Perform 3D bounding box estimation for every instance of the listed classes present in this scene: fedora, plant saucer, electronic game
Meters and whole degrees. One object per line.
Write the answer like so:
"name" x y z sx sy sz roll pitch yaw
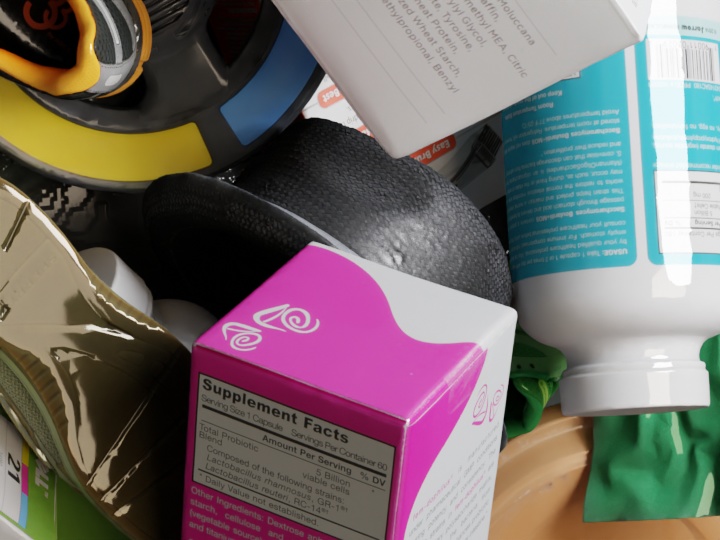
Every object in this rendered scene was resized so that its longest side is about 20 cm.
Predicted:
"fedora" 0.000 0.000 1.166 0.201 0.200 0.092 48 66 -28
"plant saucer" 0.124 0.161 1.324 0.200 0.032 0.201 -4 114 -9
"electronic game" -0.103 -0.133 1.150 0.199 0.042 0.201 -2 107 -8

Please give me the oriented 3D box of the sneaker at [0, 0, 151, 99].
"sneaker" -0.178 -0.138 1.086 0.200 0.077 0.078 30 104 -7

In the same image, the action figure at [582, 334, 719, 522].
"action figure" 0.161 0.021 1.258 0.055 0.118 0.201 4 82 -67

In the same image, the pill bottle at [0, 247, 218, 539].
"pill bottle" -0.083 0.087 1.184 0.112 0.112 0.200 -51 119 -19

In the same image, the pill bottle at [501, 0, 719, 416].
"pill bottle" 0.122 -0.034 1.193 0.111 0.111 0.201 2 82 -34

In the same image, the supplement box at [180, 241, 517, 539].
"supplement box" -0.008 0.106 1.059 0.101 0.103 0.201 -41 145 -52

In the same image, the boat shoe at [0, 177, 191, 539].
"boat shoe" -0.123 0.040 1.080 0.073 0.063 0.201 -47 110 -16

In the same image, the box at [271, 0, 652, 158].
"box" 0.031 -0.194 1.096 0.200 0.130 0.199 52 32 -22

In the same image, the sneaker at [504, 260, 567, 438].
"sneaker" 0.079 0.043 1.294 0.200 0.084 0.074 -25 150 -20

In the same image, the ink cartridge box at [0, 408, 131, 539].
"ink cartridge box" -0.179 0.143 1.101 0.148 0.076 0.200 -39 118 18

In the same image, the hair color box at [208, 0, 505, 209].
"hair color box" -0.005 -0.111 1.246 0.111 0.064 0.201 -30 109 -27
